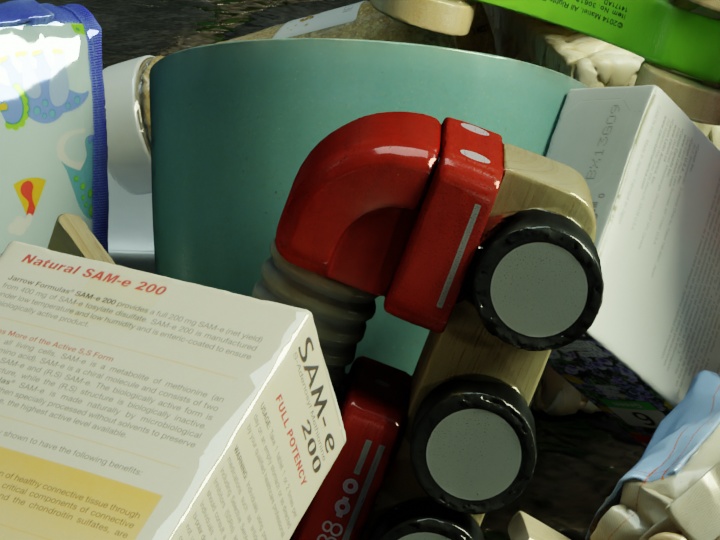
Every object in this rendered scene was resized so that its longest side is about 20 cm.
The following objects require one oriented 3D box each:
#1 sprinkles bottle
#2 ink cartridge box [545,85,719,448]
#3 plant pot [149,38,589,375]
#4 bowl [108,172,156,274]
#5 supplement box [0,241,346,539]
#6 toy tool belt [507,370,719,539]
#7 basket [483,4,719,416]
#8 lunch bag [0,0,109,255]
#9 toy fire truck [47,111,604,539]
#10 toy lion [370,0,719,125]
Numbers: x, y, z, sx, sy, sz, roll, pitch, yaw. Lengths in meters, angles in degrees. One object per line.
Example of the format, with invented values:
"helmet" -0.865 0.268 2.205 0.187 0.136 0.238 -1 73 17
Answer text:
"sprinkles bottle" -0.033 -0.090 1.129 0.198 0.069 0.068 -12 12 20
"ink cartridge box" 0.143 0.020 0.972 0.050 0.110 0.200 2 -27 43
"plant pot" 0.000 0.000 0.991 0.199 0.162 0.201 4 -8 1
"bowl" -0.106 -0.008 1.189 0.198 0.075 0.200 2 18 -10
"supplement box" -0.105 0.093 0.744 0.125 0.074 0.201 13 51 26
"toy tool belt" 0.137 0.088 0.876 0.122 0.126 0.200 19 21 16
"basket" 0.157 -0.046 1.165 0.196 0.202 0.161 -2 21 -16
"lunch bag" -0.200 -0.016 0.969 0.169 0.201 0.127 -10 36 -36
"toy fire truck" -0.026 0.015 0.855 0.199 0.177 0.129 20 16 -3
"toy lion" 0.099 -0.139 1.053 0.199 0.069 0.192 21 17 12
